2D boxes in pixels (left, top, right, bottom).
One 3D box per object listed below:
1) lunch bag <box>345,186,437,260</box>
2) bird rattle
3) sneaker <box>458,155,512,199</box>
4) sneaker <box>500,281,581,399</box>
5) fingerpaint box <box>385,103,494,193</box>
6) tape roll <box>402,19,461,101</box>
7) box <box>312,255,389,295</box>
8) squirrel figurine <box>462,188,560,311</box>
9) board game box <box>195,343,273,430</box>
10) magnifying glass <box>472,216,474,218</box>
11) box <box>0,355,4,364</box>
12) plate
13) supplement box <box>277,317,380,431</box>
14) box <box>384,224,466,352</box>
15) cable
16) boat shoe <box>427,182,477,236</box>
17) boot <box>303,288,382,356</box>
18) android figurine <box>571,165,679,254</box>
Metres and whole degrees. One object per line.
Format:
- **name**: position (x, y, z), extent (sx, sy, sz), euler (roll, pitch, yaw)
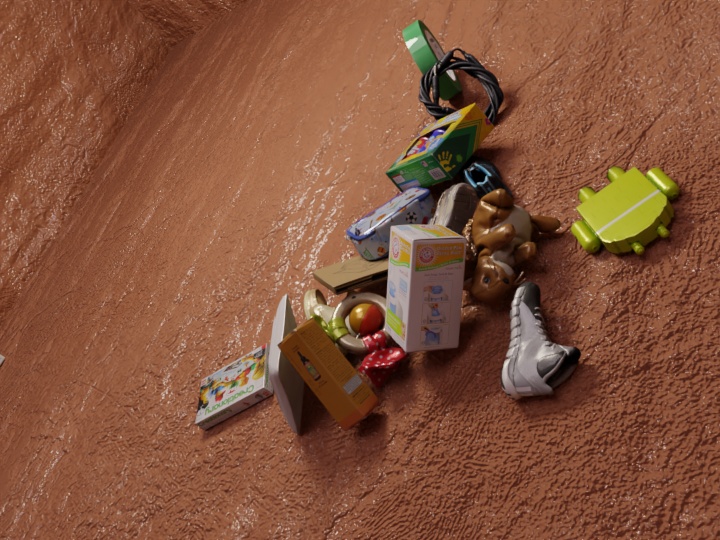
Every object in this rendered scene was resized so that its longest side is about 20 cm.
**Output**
- **lunch bag**: position (0.063, -0.102, 1.626), extent (0.199, 0.076, 0.160), euler (-32, 17, -4)
- **bird rattle**: position (0.004, 0.112, 1.435), extent (0.199, 0.113, 0.164), euler (14, 60, 25)
- **sneaker**: position (0.245, -0.199, 1.572), extent (0.073, 0.082, 0.200), euler (-42, 32, 8)
- **sneaker**: position (0.296, 0.110, 1.213), extent (0.115, 0.075, 0.201), euler (-6, 60, 37)
- **fingerpaint box**: position (0.168, -0.262, 1.668), extent (0.167, 0.073, 0.200), euler (-50, 17, -21)
- **tape roll**: position (0.176, -0.512, 1.870), extent (0.048, 0.200, 0.201), euler (-29, 37, 20)
- **box**: position (0.000, 0.000, 1.566), extent (0.163, 0.021, 0.200), euler (-19, 13, -12)
- **squirrel figurine**: position (0.233, -0.021, 1.383), extent (0.200, 0.141, 0.188), euler (-15, 52, 57)
- **board game box**: position (-0.275, 0.257, 1.688), extent (0.199, 0.035, 0.127), euler (-30, 37, 21)
- **magnifying glass**: position (0.197, -0.089, 1.566), extent (0.199, 0.022, 0.080), euler (-14, 45, 41)
- **box**: position (-1.397, 0.311, 2.682), extent (0.199, 0.199, 0.131), euler (-8, 48, 42)
- **plate**: position (-0.143, 0.183, 1.488), extent (0.032, 0.201, 0.200), euler (-6, 43, 5)
- **supplement box**: position (-0.057, 0.185, 1.378), extent (0.067, 0.200, 0.069), euler (-41, -2, 38)
- **box**: position (0.112, 0.027, 1.345), extent (0.112, 0.101, 0.201), euler (-137, 47, -65)
- **cable**: position (0.227, -0.398, 1.736), extent (0.163, 0.051, 0.200), euler (-38, 78, 1)
- **boat shoe**: position (0.171, -0.075, 1.521), extent (0.073, 0.074, 0.201), euler (5, 71, 62)
- **boot**: position (-0.033, 0.085, 1.573), extent (0.155, 0.073, 0.200), euler (-36, 41, 16)
- **android figurine**: position (0.445, -0.100, 1.291), extent (0.182, 0.041, 0.200), euler (-37, 34, 12)
